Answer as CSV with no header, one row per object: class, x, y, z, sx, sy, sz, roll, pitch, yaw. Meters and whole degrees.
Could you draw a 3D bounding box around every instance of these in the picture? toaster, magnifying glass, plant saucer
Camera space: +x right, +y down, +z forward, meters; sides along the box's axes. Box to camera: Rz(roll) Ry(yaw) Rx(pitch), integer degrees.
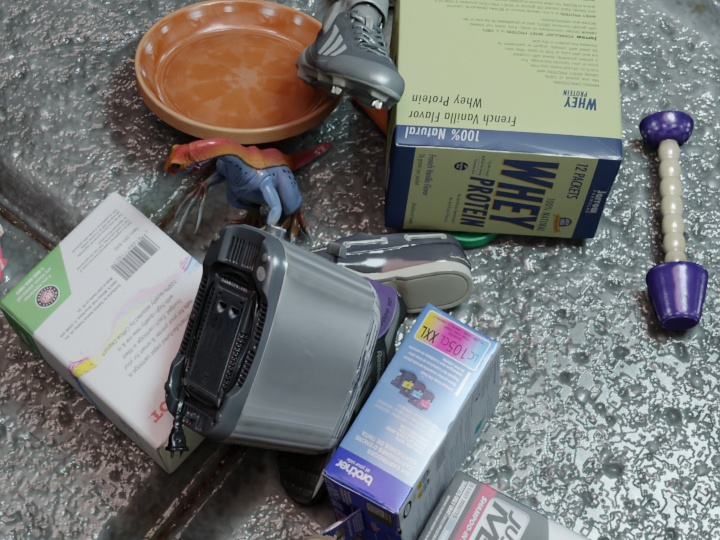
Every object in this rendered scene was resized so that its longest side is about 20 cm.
toaster,-0.069,0.068,1.301,0.113,0.128,0.202,19,92,54
magnifying glass,0.060,-0.103,1.507,0.079,0.022,0.200,-35,72,-14
plant saucer,-0.111,-0.184,1.510,0.198,0.033,0.202,3,45,-3

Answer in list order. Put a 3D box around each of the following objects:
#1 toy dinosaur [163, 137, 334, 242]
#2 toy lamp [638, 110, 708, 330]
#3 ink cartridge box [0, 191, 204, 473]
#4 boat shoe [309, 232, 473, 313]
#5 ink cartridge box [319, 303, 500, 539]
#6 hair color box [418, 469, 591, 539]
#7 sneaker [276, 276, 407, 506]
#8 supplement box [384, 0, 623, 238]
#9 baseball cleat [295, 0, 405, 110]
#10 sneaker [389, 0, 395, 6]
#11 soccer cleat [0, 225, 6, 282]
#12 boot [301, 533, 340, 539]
toy dinosaur,-0.107,-0.086,1.410,0.104,0.182,0.202,6,58,15
toy lamp,0.281,-0.045,1.455,0.057,0.058,0.202,-1,66,1
ink cartridge box,-0.190,0.054,1.407,0.200,0.084,0.145,39,73,16
boat shoe,0.000,0.000,1.445,0.197,0.073,0.063,-2,47,-2
ink cartridge box,0.037,0.148,1.331,0.076,0.137,0.201,26,69,16
hair color box,0.143,0.257,1.322,0.199,0.061,0.100,27,69,12
sneaker,-0.005,0.107,1.386,0.087,0.075,0.202,17,87,-37
supplement box,0.124,-0.152,1.448,0.197,0.135,0.202,3,61,-2
baseball cleat,-0.003,-0.196,1.391,0.069,0.200,0.107,25,91,-25
sneaker,0.072,-0.291,1.568,0.198,0.075,0.077,-14,73,7
soccer cleat,-0.387,-0.055,1.482,0.076,0.067,0.201,-34,72,21
boot,-0.055,0.314,1.247,0.074,0.107,0.202,10,100,7
